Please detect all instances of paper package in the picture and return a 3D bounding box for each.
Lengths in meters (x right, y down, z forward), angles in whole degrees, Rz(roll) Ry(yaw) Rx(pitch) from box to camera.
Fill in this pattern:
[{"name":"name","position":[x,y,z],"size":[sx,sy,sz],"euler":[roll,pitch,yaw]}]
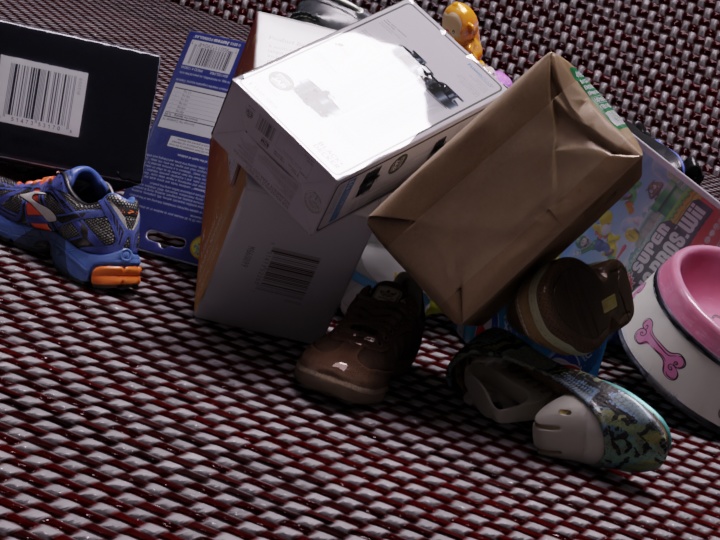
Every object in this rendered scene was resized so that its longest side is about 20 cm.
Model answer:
[{"name":"paper package","position":[0.113,-0.055,1.588],"size":[0.104,0.191,0.200],"euler":[48,5,7]}]

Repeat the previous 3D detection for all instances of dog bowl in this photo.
[{"name":"dog bowl","position":[0.315,0.057,1.789],"size":[0.199,0.074,0.201],"euler":[21,30,-13]}]

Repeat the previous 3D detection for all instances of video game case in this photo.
[{"name":"video game case","position":[0.229,-0.030,1.845],"size":[0.200,0.143,0.017],"euler":[33,3,-34]}]

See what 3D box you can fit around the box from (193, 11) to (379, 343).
[{"name":"box","position":[-0.055,-0.072,1.672],"size":[0.106,0.153,0.201],"euler":[13,45,-12]}]

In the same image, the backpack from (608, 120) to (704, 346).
[{"name":"backpack","position":[0.222,-0.024,1.967],"size":[0.134,0.201,0.183],"euler":[-3,18,-12]}]

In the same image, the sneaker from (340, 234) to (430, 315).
[{"name":"sneaker","position":[0.000,0.000,1.808],"size":[0.076,0.081,0.200],"euler":[9,0,-23]}]

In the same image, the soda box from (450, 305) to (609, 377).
[{"name":"soda box","position":[0.136,0.050,1.770],"size":[0.067,0.065,0.200],"euler":[12,11,-15]}]

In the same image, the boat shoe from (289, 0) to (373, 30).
[{"name":"boat shoe","position":[0.030,-0.183,1.890],"size":[0.199,0.061,0.076],"euler":[29,-27,-19]}]

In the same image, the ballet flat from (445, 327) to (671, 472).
[{"name":"ballet flat","position":[0.134,0.102,1.549],"size":[0.074,0.075,0.200],"euler":[6,12,-40]}]

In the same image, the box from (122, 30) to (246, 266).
[{"name":"box","position":[-0.128,-0.099,1.830],"size":[0.121,0.201,0.032],"euler":[15,-14,29]}]

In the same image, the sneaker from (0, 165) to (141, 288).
[{"name":"sneaker","position":[-0.232,-0.049,1.714],"size":[0.075,0.079,0.199],"euler":[5,15,-47]}]

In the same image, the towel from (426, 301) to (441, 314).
[{"name":"towel","position":[0.092,-0.009,1.772],"size":[0.018,0.087,0.200],"euler":[19,-15,-28]}]

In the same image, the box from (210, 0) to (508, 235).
[{"name":"box","position":[0.002,-0.116,1.586],"size":[0.117,0.060,0.200],"euler":[43,47,17]}]

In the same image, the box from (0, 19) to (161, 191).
[{"name":"box","position":[-0.297,-0.139,1.844],"size":[0.195,0.118,0.200],"euler":[11,-7,-22]}]

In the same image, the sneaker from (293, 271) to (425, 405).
[{"name":"sneaker","position":[0.002,0.044,1.583],"size":[0.070,0.076,0.200],"euler":[17,11,9]}]

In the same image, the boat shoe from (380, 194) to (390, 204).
[{"name":"boat shoe","position":[0.008,-0.103,1.827],"size":[0.200,0.076,0.072],"euler":[54,15,30]}]

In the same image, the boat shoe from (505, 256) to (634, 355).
[{"name":"boat shoe","position":[0.144,0.031,1.603],"size":[0.076,0.072,0.200],"euler":[-11,-5,22]}]

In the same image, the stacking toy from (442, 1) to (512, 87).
[{"name":"stacking toy","position":[0.103,-0.132,1.831],"size":[0.109,0.201,0.116],"euler":[-25,22,-23]}]
